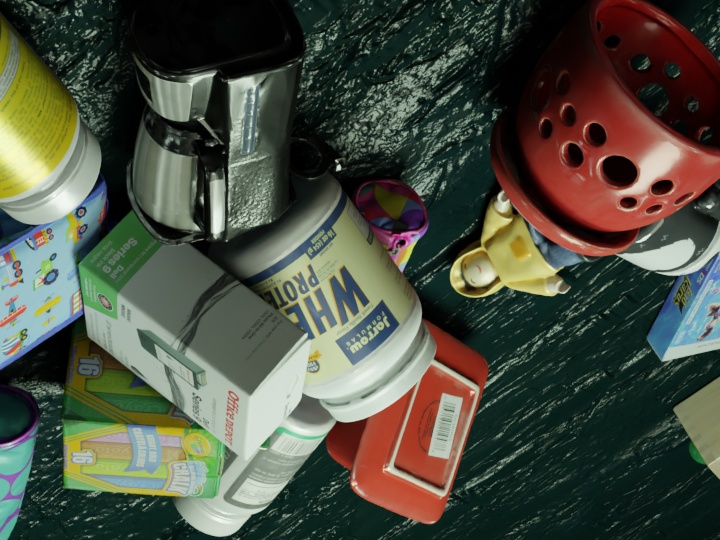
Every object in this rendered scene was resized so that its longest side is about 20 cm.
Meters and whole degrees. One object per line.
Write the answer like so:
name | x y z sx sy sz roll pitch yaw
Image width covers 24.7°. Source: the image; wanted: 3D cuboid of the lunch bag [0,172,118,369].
lunch bag | -0.293 -0.001 1.436 0.198 0.094 0.151 -24 146 -26

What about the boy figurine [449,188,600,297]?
boy figurine | 0.165 -0.026 1.698 0.199 0.125 0.064 -21 -167 48

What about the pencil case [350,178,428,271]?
pencil case | 0.000 0.000 1.633 0.087 0.089 0.201 -6 141 -29

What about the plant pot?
plant pot | 0.236 -0.128 1.535 0.199 0.202 0.183 3 142 -38

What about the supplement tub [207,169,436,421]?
supplement tub | -0.033 0.025 1.519 0.144 0.145 0.201 -33 110 9

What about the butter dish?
butter dish | 0.026 0.156 1.814 0.199 0.147 0.202 31 74 -51

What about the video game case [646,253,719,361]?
video game case | 0.466 0.019 2.020 0.179 0.046 0.201 -11 142 -25

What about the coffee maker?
coffee maker | -0.104 -0.142 1.360 0.192 0.134 0.201 -36 155 -32

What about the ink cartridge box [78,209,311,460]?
ink cartridge box | -0.149 0.058 1.471 0.084 0.199 0.146 -47 165 -26

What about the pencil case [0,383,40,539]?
pencil case | -0.374 0.200 1.629 0.092 0.085 0.201 -38 158 -44

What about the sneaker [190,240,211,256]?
sneaker | -0.132 0.026 1.593 0.078 0.067 0.200 -18 144 22

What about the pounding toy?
pounding toy | 0.537 0.243 2.273 0.199 0.143 0.184 -35 145 11

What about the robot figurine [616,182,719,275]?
robot figurine | 0.304 -0.065 1.723 0.199 0.150 0.125 21 111 -48

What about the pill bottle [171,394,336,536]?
pill bottle | -0.118 0.188 1.769 0.112 0.114 0.200 8 133 -41

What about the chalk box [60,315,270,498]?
chalk box | -0.184 0.134 1.587 0.197 0.125 0.124 3 140 -7

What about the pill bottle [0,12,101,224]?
pill bottle | -0.283 -0.123 1.246 0.114 0.115 0.200 -31 145 5
